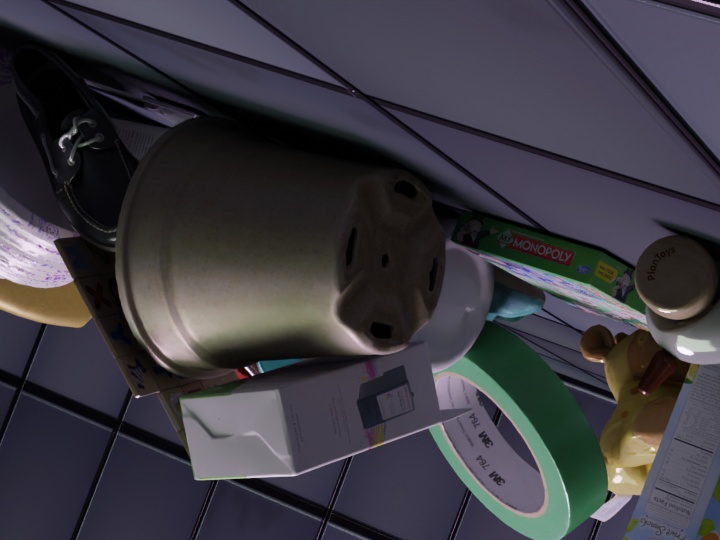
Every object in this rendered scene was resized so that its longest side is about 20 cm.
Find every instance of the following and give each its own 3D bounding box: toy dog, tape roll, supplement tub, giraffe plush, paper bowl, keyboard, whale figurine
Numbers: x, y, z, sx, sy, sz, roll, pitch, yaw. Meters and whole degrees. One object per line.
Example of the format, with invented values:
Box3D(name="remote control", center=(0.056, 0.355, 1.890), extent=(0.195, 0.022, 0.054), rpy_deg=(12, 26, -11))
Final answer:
Box3D(name="toy dog", center=(0.245, 0.050, 1.191), extent=(0.132, 0.097, 0.200), rpy_deg=(24, 176, -44))
Box3D(name="tape roll", center=(0.126, 0.137, 1.687), extent=(0.200, 0.048, 0.201), rpy_deg=(43, 154, 27))
Box3D(name="supplement tub", center=(0.000, 0.000, 1.642), extent=(0.200, 0.132, 0.132), rpy_deg=(17, 175, 41))
Box3D(name="giraffe plush", center=(0.270, 0.117, 1.743), extent=(0.172, 0.163, 0.200), rpy_deg=(27, 145, -30))
Box3D(name="paper bowl", center=(-0.286, -0.075, 1.577), extent=(0.200, 0.104, 0.201), rpy_deg=(37, -148, -28))
Box3D(name="keyboard", center=(-0.112, -0.110, 1.651), extent=(0.056, 0.011, 0.200), rpy_deg=(14, 174, 27))
Box3D(name="whale figurine", center=(0.080, 0.024, 1.746), extent=(0.159, 0.104, 0.200), rpy_deg=(23, 176, -28))

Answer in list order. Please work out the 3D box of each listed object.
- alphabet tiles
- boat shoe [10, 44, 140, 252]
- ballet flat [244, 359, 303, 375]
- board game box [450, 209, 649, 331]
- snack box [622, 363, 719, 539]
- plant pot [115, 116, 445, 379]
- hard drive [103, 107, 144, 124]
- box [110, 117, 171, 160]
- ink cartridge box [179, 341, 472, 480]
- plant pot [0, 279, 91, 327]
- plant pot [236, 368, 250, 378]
Box3D(name="alphabet tiles", center=(-0.149, 0.058, 1.522), extent=(0.201, 0.008, 0.167), rpy_deg=(61, -160, 7))
Box3D(name="boat shoe", center=(-0.218, -0.095, 1.494), extent=(0.200, 0.073, 0.063), rpy_deg=(58, -178, 35))
Box3D(name="ballet flat", center=(-0.089, 0.043, 1.619), extent=(0.069, 0.069, 0.200), rpy_deg=(18, 148, 40))
Box3D(name="board game box", center=(0.178, 0.009, 1.543), extent=(0.134, 0.029, 0.200), rpy_deg=(18, 175, 39))
Box3D(name="snack box", center=(0.306, 0.152, 1.569), extent=(0.068, 0.201, 0.168), rpy_deg=(18, 175, 41))
Box3D(name="plant pot", center=(-0.045, -0.011, 1.448), extent=(0.183, 0.201, 0.200), rpy_deg=(5, 167, 37))
Box3D(name="hard drive", center=(-0.163, -0.098, 1.856), extent=(0.199, 0.042, 0.135), rpy_deg=(22, 177, -12))
Box3D(name="box", center=(-0.140, -0.071, 1.640), extent=(0.199, 0.083, 0.049), rpy_deg=(13, 175, 34))
Box3D(name="ink cartridge box", center=(-0.022, 0.100, 1.482), extent=(0.117, 0.068, 0.200), rpy_deg=(-9, -176, 45))
Box3D(name="plant pot", center=(-0.309, -0.054, 1.790), extent=(0.200, 0.195, 0.195), rpy_deg=(38, 170, -23))
Box3D(name="plant pot", center=(-0.091, 0.015, 1.988), extent=(0.182, 0.201, 0.200), rpy_deg=(29, 180, 20))
